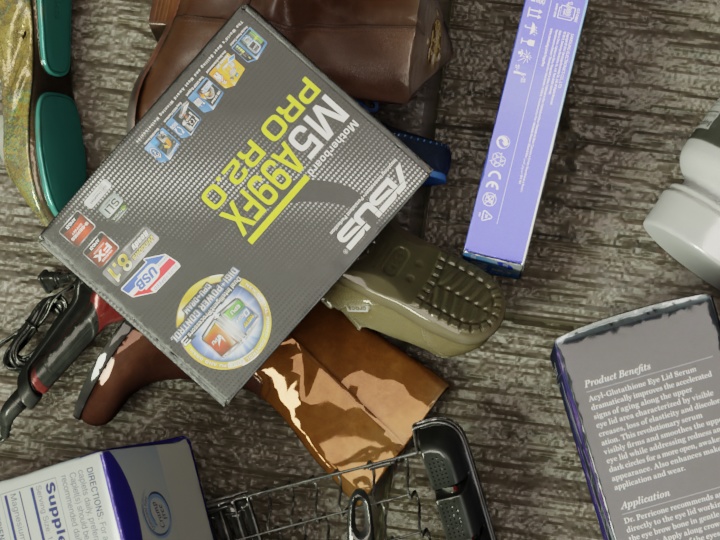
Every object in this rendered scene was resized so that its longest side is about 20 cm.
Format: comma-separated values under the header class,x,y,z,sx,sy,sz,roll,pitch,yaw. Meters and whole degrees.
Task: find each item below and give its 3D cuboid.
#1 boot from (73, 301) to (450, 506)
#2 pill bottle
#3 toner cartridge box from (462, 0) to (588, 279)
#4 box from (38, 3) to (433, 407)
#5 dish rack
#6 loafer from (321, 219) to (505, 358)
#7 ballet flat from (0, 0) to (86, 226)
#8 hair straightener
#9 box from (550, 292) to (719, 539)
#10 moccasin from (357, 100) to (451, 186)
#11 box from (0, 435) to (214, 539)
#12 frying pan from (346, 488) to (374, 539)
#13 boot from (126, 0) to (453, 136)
class,x,y,z,sx,sy,sz,roll,pitch,yaw
boot,-0.070,0.085,1.484,0.200,0.068,0.188,43,80,-1
pill bottle,0.283,-0.083,1.442,0.114,0.114,0.200,36,87,6
toner cartridge box,0.111,-0.099,1.464,0.043,0.095,0.200,14,85,5
box,-0.078,-0.042,1.382,0.160,0.044,0.200,42,94,-1
dish rack,-0.011,0.195,1.446,0.200,0.055,0.154,-15,98,6
loafer,0.000,0.000,1.447,0.200,0.068,0.076,34,55,13
ballet flat,-0.228,-0.123,1.507,0.071,0.071,0.201,-5,84,3
hair straightener,-0.196,0.031,1.493,0.200,0.041,0.077,-54,40,-7
box,0.198,0.127,1.409,0.104,0.148,0.200,-17,82,2
moccasin,-0.034,-0.105,1.481,0.200,0.080,0.068,13,80,4
box,-0.192,0.221,1.407,0.200,0.105,0.184,-18,82,28
frying pan,-0.010,0.247,1.412,0.115,0.031,0.190,-24,89,4
boot,-0.044,-0.113,1.427,0.199,0.064,0.187,4,76,11
